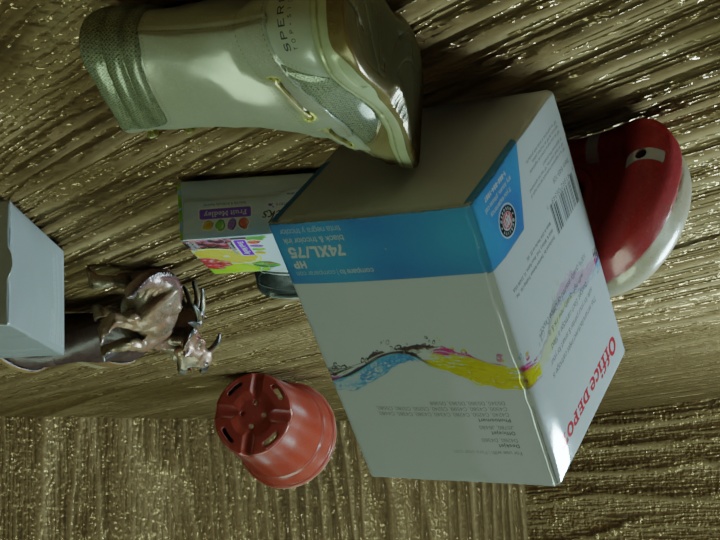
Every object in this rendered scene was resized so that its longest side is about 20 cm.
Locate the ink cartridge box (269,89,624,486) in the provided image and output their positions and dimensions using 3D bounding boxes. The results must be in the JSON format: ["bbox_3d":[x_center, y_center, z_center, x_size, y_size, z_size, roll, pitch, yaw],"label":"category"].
[{"bbox_3d":[0.064,0.014,0.833,0.144,0.202,0.147,-4,-150,33],"label":"ink cartridge box"}]

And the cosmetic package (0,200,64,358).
[{"bbox_3d":[-0.319,0.013,1.128,0.089,0.108,0.200,-3,167,2],"label":"cosmetic package"}]

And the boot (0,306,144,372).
[{"bbox_3d":[-0.320,0.064,1.509,0.165,0.073,0.199,-27,155,35],"label":"boot"}]

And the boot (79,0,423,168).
[{"bbox_3d":[-0.049,-0.101,0.707,0.152,0.073,0.200,-4,168,15],"label":"boot"}]

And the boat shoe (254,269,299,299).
[{"bbox_3d":[0.000,0.002,1.170,0.196,0.074,0.069,-2,128,1],"label":"boat shoe"}]

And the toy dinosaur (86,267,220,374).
[{"bbox_3d":[-0.216,0.039,1.369,0.134,0.087,0.201,-11,154,-13],"label":"toy dinosaur"}]

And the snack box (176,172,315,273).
[{"bbox_3d":[-0.040,-0.039,1.065,0.197,0.054,0.142,-4,170,4],"label":"snack box"}]

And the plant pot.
[{"bbox_3d":[-0.164,0.280,2.344,0.198,0.204,0.195,-5,160,14],"label":"plant pot"}]

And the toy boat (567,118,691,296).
[{"bbox_3d":[0.130,-0.057,0.914,0.198,0.132,0.131,-11,137,37],"label":"toy boat"}]
